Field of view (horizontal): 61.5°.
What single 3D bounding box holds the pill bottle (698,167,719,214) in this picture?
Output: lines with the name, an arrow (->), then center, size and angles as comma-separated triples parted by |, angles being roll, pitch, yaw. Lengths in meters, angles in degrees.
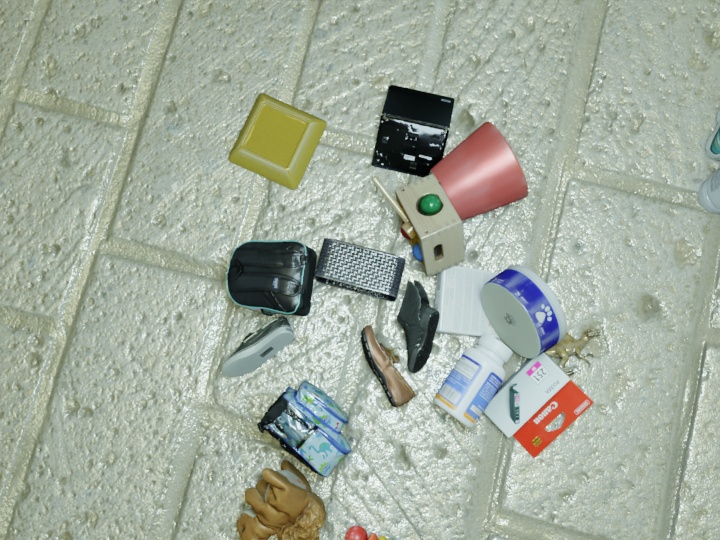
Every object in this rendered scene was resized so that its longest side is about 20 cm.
pill bottle -> 0.889, -0.202, 1.414 | 0.111, 0.200, 0.115 | 0, 81, 1

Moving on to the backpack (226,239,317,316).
backpack -> -0.206, 0.018, 1.420 | 0.197, 0.153, 0.179 | 4, 82, 10

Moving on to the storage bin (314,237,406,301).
storage bin -> 0.000, 0.000, 1.430 | 0.197, 0.135, 0.095 | 15, 82, 3

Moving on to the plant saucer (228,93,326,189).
plant saucer -> -0.212, -0.335, 1.529 | 0.198, 0.048, 0.202 | 24, 83, 5

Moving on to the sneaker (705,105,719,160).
sneaker -> 0.931, -0.368, 1.499 | 0.077, 0.080, 0.202 | 22, 82, 4

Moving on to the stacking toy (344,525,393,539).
stacking toy -> 0.057, 0.639, 1.372 | 0.198, 0.085, 0.086 | 23, 82, 11

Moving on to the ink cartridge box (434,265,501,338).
ink cartridge box -> 0.278, 0.079, 1.471 | 0.197, 0.050, 0.164 | 8, 81, -17

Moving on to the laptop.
laptop -> 0.135, -0.354, 1.545 | 0.175, 0.103, 0.203 | 13, 107, 3

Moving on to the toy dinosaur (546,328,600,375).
toy dinosaur -> 0.481, 0.197, 1.445 | 0.197, 0.058, 0.102 | -13, 66, -4

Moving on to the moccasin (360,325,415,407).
moccasin -> 0.065, 0.219, 1.431 | 0.077, 0.074, 0.203 | -28, 79, -12

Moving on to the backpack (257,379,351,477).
backpack -> -0.107, 0.351, 1.358 | 0.200, 0.183, 0.147 | 44, 85, 1

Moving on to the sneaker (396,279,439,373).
sneaker -> 0.128, 0.134, 1.446 | 0.104, 0.060, 0.202 | 31, 114, 39

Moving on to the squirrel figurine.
squirrel figurine -> -0.180, 0.559, 1.355 | 0.199, 0.142, 0.188 | 37, 90, 8

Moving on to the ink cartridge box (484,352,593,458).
ink cartridge box -> 0.409, 0.313, 1.401 | 0.174, 0.044, 0.200 | 45, 100, 8

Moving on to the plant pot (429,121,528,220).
plant pot -> 0.273, -0.221, 1.443 | 0.176, 0.200, 0.202 | -29, 82, 6

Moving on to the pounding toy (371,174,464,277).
pounding toy -> 0.135, -0.117, 1.398 | 0.141, 0.201, 0.185 | -23, 55, -3

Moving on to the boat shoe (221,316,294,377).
boat shoe -> -0.249, 0.183, 1.449 | 0.199, 0.071, 0.064 | -33, 50, 4

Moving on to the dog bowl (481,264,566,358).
dog bowl -> 0.364, 0.093, 1.366 | 0.078, 0.200, 0.202 | -29, 82, -16

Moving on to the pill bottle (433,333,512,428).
pill bottle -> 0.265, 0.251, 1.402 | 0.111, 0.112, 0.201 | 35, 83, 6
